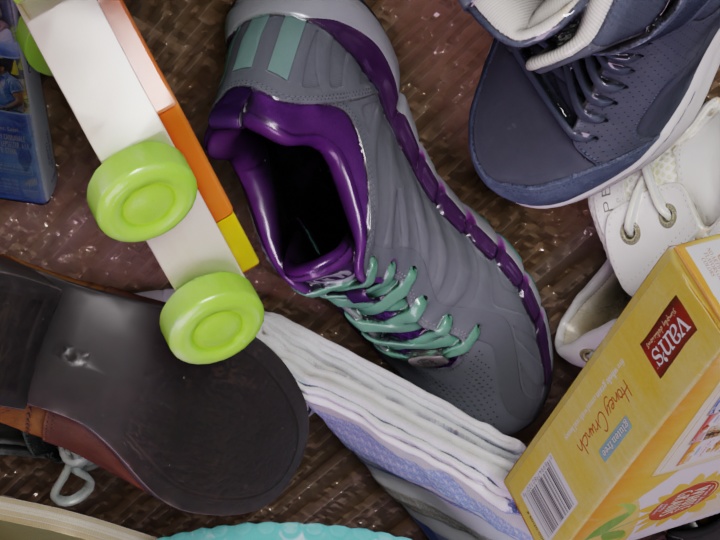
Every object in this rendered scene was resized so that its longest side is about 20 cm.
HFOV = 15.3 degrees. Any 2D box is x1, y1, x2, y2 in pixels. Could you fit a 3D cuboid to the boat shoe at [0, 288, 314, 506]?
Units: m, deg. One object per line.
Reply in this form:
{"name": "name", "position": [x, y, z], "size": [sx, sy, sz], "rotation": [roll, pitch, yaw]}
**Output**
{"name": "boat shoe", "position": [-0.112, 0.049, 1.053], "size": [0.198, 0.068, 0.074], "rotation": [7, 140, 11]}

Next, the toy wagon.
{"name": "toy wagon", "position": [-0.086, -0.067, 0.841], "size": [0.039, 0.155, 0.200], "rotation": [-28, 143, -3]}

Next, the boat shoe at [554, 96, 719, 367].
{"name": "boat shoe", "position": [0.110, -0.016, 0.901], "size": [0.069, 0.071, 0.200], "rotation": [17, 142, -1]}

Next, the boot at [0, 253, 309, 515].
{"name": "boot", "position": [-0.136, 0.021, 0.970], "size": [0.188, 0.069, 0.200], "rotation": [15, -176, -39]}

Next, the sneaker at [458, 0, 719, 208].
{"name": "sneaker", "position": [0.058, -0.076, 0.785], "size": [0.077, 0.146, 0.202], "rotation": [53, 134, 14]}

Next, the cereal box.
{"name": "cereal box", "position": [0.158, 0.024, 0.866], "size": [0.199, 0.040, 0.144], "rotation": [-14, 152, -30]}

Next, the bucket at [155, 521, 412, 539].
{"name": "bucket", "position": [-0.025, 0.194, 1.044], "size": [0.206, 0.135, 0.207], "rotation": [2, 151, 1]}

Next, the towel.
{"name": "towel", "position": [0.044, 0.093, 1.010], "size": [0.147, 0.024, 0.200], "rotation": [28, 165, 36]}

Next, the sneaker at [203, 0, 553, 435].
{"name": "sneaker", "position": [0.000, 0.000, 0.926], "size": [0.074, 0.088, 0.200], "rotation": [-15, 124, 30]}

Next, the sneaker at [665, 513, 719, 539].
{"name": "sneaker", "position": [0.150, 0.113, 1.046], "size": [0.090, 0.070, 0.201], "rotation": [23, 136, 3]}

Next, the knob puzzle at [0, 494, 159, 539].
{"name": "knob puzzle", "position": [-0.125, 0.119, 1.131], "size": [0.218, 0.031, 0.220], "rotation": [12, 159, 5]}

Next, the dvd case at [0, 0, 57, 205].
{"name": "dvd case", "position": [-0.186, -0.104, 0.940], "size": [0.142, 0.018, 0.201], "rotation": [9, 141, 10]}
